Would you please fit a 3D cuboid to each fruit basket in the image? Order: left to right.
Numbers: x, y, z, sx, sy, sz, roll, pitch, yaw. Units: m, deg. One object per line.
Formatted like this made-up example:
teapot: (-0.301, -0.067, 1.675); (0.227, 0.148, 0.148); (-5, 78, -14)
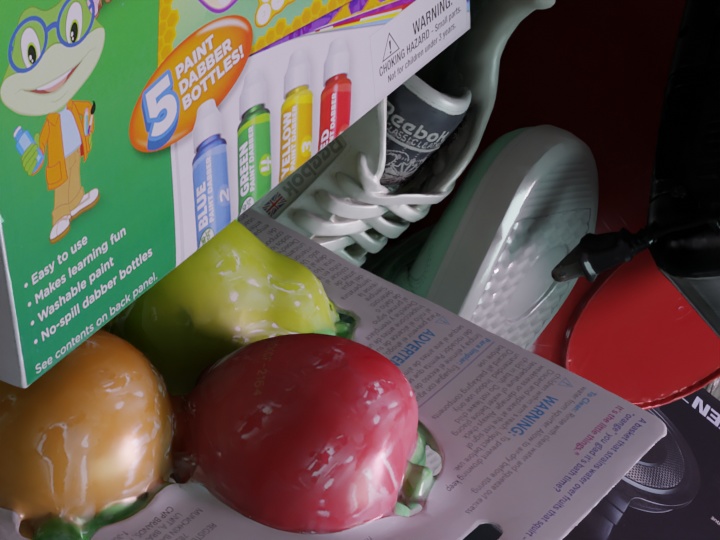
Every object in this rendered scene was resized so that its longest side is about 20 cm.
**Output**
fruit basket: (-0.045, 0.045, 0.720); (0.185, 0.199, 0.094); (-38, 152, -47)

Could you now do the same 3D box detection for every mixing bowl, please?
mixing bowl: (0.091, -0.021, 0.960); (0.199, 0.109, 0.201); (-20, 140, -18)

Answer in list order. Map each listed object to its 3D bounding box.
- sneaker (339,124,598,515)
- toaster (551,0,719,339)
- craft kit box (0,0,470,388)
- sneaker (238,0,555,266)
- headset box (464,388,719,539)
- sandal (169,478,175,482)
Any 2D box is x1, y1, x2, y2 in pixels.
sneaker: (0.000, 0.000, 0.885); (0.074, 0.118, 0.201); (-29, 156, -38)
toaster: (0.187, -0.052, 0.830); (0.119, 0.199, 0.182); (48, 47, -41)
craft kit box: (-0.045, -0.106, 0.652); (0.200, 0.048, 0.198); (-42, 137, -40)
sneaker: (-0.015, -0.032, 0.822); (0.076, 0.081, 0.201); (7, 121, -46)
headset box: (0.080, 0.111, 1.109); (0.093, 0.174, 0.200); (-52, 177, 31)
sandal: (-0.061, 0.113, 0.863); (0.201, 0.054, 0.082); (-61, 161, 11)
